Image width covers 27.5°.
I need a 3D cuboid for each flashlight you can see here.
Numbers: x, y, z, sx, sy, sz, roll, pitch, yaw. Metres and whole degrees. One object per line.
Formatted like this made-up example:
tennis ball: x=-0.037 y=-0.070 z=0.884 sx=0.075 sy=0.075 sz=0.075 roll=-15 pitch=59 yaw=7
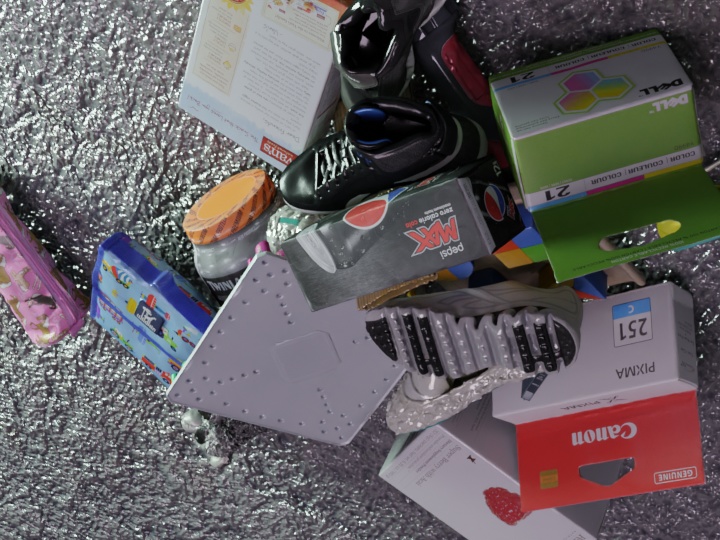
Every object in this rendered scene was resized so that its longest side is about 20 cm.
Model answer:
flashlight: x=0.099 y=-0.159 z=1.248 sx=0.068 sy=0.068 sz=0.201 roll=-16 pitch=115 yaw=50

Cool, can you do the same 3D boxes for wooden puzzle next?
wooden puzzle: x=0.131 y=-0.008 z=1.322 sx=0.199 sy=0.047 sz=0.185 roll=-10 pitch=148 yaw=35

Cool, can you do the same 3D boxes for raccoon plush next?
raccoon plush: x=-0.104 y=0.169 z=1.617 sx=0.198 sy=0.097 sz=0.135 roll=15 pitch=141 yaw=16

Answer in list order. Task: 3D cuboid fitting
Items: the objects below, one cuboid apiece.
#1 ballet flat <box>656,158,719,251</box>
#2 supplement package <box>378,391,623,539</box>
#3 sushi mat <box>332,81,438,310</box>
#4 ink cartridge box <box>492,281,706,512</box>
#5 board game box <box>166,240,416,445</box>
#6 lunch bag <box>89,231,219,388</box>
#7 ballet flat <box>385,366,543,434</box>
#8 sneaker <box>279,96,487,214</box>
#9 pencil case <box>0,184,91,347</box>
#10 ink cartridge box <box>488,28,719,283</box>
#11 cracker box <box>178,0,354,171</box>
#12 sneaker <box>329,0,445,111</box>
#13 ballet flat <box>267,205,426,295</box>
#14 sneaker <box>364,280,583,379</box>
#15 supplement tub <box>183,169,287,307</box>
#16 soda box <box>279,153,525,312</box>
ballet flat: x=0.329 y=-0.067 z=1.208 sx=0.199 sy=0.067 sz=0.068 roll=-14 pitch=99 yaw=37
supplement package: x=0.143 y=0.196 z=1.484 sx=0.199 sy=0.120 sz=0.121 roll=35 pitch=135 yaw=-4
sushi mat: x=0.020 y=-0.073 z=1.296 sx=0.012 sy=0.202 sz=0.095 roll=11 pitch=155 yaw=-43
ink cartridge box: x=0.213 y=0.118 z=1.351 sx=0.199 sy=0.178 sz=0.045 roll=-17 pitch=154 yaw=37
board game box: x=-0.052 y=0.072 z=1.368 sx=0.198 sy=0.026 sz=0.200 roll=18 pitch=127 yaw=-26
lunch bag: x=-0.190 y=0.037 z=1.470 sx=0.150 sy=0.094 sz=0.200 roll=42 pitch=162 yaw=6
ballet flat: x=0.097 y=0.085 z=1.372 sx=0.199 sy=0.072 sz=0.072 roll=-28 pitch=113 yaw=20
sneaker: x=-0.005 y=-0.103 z=1.227 sx=0.198 sy=0.074 sz=0.112 roll=-13 pitch=163 yaw=29
pencil case: x=-0.376 y=-0.011 z=1.608 sx=0.082 sy=0.087 sz=0.201 roll=-29 pitch=115 yaw=7
ink cartridge box: x=0.191 y=-0.092 z=1.128 sx=0.146 sy=0.201 sz=0.076 roll=-16 pitch=124 yaw=3
cracker box: x=-0.077 y=-0.197 z=1.300 sx=0.133 sy=0.058 sz=0.201 roll=32 pitch=135 yaw=10
sneaker: x=0.006 y=-0.176 z=1.181 sx=0.066 sy=0.091 sz=0.200 roll=41 pitch=149 yaw=7
ballet flat: x=0.000 y=0.000 z=1.373 sx=0.199 sy=0.072 sz=0.071 roll=27 pitch=142 yaw=-34
sneaker: x=0.102 y=0.047 z=1.300 sx=0.198 sy=0.081 sz=0.076 roll=1 pitch=125 yaw=21
supplement tub: x=-0.081 y=0.009 z=1.440 sx=0.122 sy=0.123 sz=0.201 roll=-15 pitch=119 yaw=36
soda box: x=0.031 y=-0.028 z=1.205 sx=0.199 sy=0.063 sz=0.071 roll=-19 pitch=100 yaw=39
